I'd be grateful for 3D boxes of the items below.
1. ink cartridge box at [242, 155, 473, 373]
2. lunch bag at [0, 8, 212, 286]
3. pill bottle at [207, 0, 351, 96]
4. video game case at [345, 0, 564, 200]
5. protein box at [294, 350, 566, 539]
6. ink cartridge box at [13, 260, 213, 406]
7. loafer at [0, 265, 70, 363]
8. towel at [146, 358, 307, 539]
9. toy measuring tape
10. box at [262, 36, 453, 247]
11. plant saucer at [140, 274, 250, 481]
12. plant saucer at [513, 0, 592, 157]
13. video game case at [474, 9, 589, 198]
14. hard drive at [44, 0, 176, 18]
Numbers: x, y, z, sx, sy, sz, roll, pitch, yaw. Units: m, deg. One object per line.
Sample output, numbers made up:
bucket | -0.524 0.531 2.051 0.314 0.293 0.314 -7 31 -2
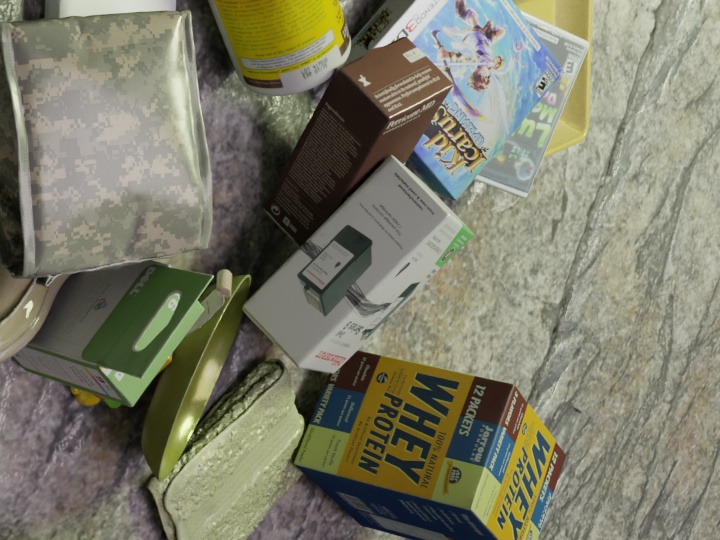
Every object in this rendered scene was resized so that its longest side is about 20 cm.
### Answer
ink cartridge box | 0.000 0.000 1.645 0.200 0.084 0.146 -45 167 5
lunch bag | -0.210 -0.096 1.356 0.164 0.117 0.201 -10 96 -31
pill bottle | -0.084 -0.259 1.515 0.109 0.109 0.200 -48 137 -30
video game case | 0.091 -0.201 1.749 0.181 0.045 0.200 -49 126 -7
protein box | 0.075 0.194 1.787 0.199 0.200 0.135 51 55 -55
ink cartridge box | -0.197 0.044 1.405 0.104 0.200 0.059 -55 132 -23
loafer | -0.278 -0.002 1.396 0.200 0.076 0.068 -59 136 -37
towel | -0.121 0.196 1.699 0.200 0.036 0.149 -47 136 -32
toy measuring tape | -0.190 0.053 1.472 0.073 0.074 0.200 -6 151 -51
box | -0.004 -0.115 1.623 0.100 0.075 0.200 -31 160 -42
plant saucer | -0.151 0.091 1.558 0.200 0.031 0.200 23 90 -88
plant saucer | 0.182 -0.221 1.924 0.200 0.048 0.200 -25 121 -45
video game case | 0.133 -0.187 1.824 0.200 0.023 0.182 17 98 -37
hard drive | -0.204 -0.229 1.440 0.132 0.026 0.201 -12 113 -50
